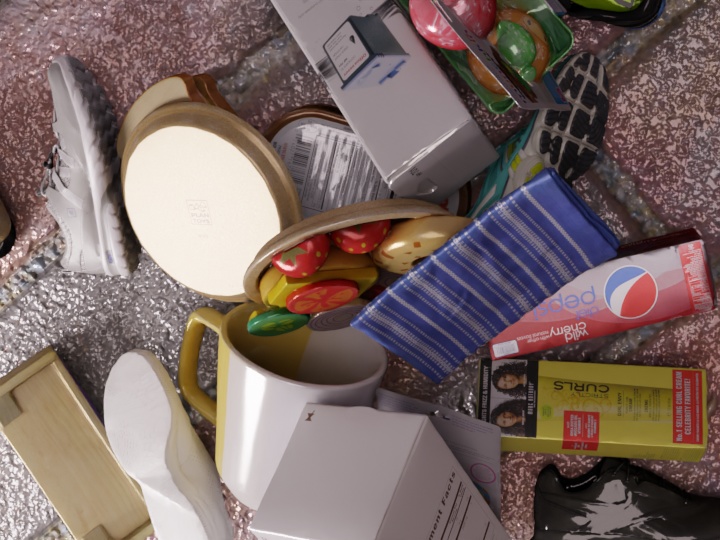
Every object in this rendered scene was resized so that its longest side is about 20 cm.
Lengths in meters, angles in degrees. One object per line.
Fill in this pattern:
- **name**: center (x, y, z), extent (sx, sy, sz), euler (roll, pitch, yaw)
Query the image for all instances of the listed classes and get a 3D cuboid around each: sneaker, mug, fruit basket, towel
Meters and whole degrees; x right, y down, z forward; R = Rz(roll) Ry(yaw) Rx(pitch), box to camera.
- **sneaker**: center (-0.258, -0.089, 1.140), extent (0.081, 0.075, 0.204), euler (-9, 99, 8)
- **mug**: center (-0.070, 0.119, 1.137), extent (0.147, 0.187, 0.155), euler (1, 117, -25)
- **fruit basket**: center (0.088, -0.196, 0.951), extent (0.094, 0.200, 0.186), euler (-41, 81, 14)
- **sneaker**: center (-0.170, 0.168, 1.170), extent (0.074, 0.088, 0.203), euler (-21, 86, 23)
- **sneaker**: center (0.159, -0.253, 1.053), extent (0.197, 0.083, 0.072), euler (21, 102, 5)
- **sneaker**: center (0.247, 0.208, 1.130), extent (0.196, 0.076, 0.092), euler (-3, 92, 6)
- **towel**: center (0.103, 0.010, 1.016), extent (0.199, 0.144, 0.024), euler (-38, 53, 13)
- **sneaker**: center (0.143, -0.098, 1.084), extent (0.077, 0.079, 0.202), euler (32, 86, -39)

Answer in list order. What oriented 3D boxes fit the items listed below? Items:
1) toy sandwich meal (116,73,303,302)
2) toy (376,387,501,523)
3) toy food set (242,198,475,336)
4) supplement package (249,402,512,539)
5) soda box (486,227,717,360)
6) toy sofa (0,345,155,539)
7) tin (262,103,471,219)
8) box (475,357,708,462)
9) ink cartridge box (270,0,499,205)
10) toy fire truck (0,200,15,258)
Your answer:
- **toy sandwich meal**: center (-0.128, -0.070, 1.116), extent (0.202, 0.070, 0.208), euler (13, 122, 22)
- **toy**: center (0.078, 0.179, 1.123), extent (0.114, 0.047, 0.202), euler (15, 131, 23)
- **toy food set**: center (0.000, 0.000, 1.048), extent (0.197, 0.198, 0.049), euler (-5, 69, -25)
- **supplement package**: center (0.023, 0.214, 1.029), extent (0.120, 0.121, 0.201), euler (2, 142, 35)
- **soda box**: center (0.201, 0.020, 1.101), extent (0.197, 0.070, 0.064), euler (-13, 97, 10)
- **toy sofa**: center (-0.268, 0.175, 1.194), extent (0.082, 0.098, 0.201), euler (-34, 94, -13)
- **tin**: center (0.001, -0.077, 1.129), extent (0.197, 0.042, 0.114), euler (15, 106, 5)
- **box**: center (0.200, 0.122, 1.117), extent (0.196, 0.050, 0.077), euler (4, 69, 7)
- **ink cartridge box**: center (0.017, -0.160, 1.029), extent (0.085, 0.146, 0.201), euler (-36, 76, 8)
- **toy fire truck**: center (-0.438, -0.076, 1.153), extent (0.174, 0.129, 0.202), euler (-28, 84, 12)
